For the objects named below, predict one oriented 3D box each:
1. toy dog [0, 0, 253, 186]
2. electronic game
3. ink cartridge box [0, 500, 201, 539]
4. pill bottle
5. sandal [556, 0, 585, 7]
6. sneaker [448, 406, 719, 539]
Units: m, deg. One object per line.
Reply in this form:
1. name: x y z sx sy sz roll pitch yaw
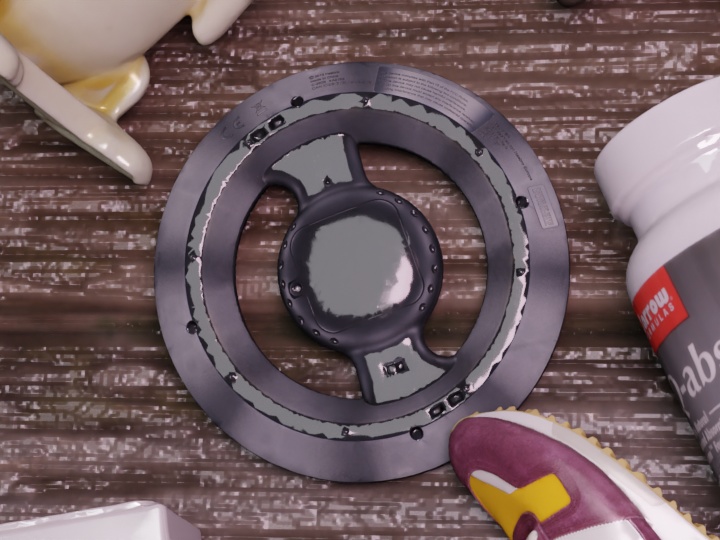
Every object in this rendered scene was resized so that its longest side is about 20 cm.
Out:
1. toy dog: -0.117 -0.170 1.114 0.200 0.139 0.194 -53 35 -3
2. electronic game: 0.000 0.000 1.077 0.199 0.042 0.201 -1 82 7
3. ink cartridge box: -0.135 0.218 1.027 0.144 0.084 0.201 -11 74 8
4. pill bottle: 0.185 0.022 0.994 0.115 0.116 0.201 -26 72 4
5. sandal: 0.186 -0.146 1.060 0.199 0.082 0.055 -15 90 6
6. sneaker: 0.104 0.141 0.991 0.200 0.075 0.090 35 67 22
